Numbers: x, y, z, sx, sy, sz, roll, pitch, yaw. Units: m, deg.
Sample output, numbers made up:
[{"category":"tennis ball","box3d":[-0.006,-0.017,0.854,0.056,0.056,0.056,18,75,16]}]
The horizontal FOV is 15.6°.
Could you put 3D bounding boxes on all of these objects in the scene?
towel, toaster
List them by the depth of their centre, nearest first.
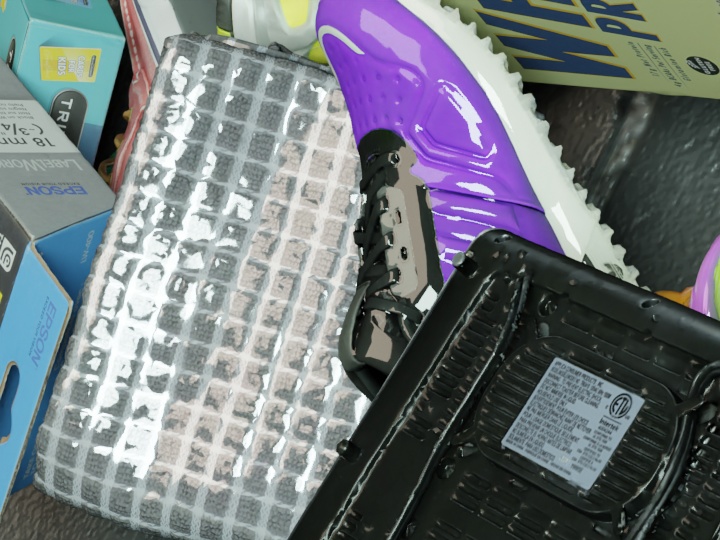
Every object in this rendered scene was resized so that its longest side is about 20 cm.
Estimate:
[{"category":"toaster","box3d":[0.077,0.102,0.791,0.200,0.118,0.182,24,81,53]},{"category":"towel","box3d":[-0.023,0.016,1.013,0.164,0.086,0.202,16,89,15]}]

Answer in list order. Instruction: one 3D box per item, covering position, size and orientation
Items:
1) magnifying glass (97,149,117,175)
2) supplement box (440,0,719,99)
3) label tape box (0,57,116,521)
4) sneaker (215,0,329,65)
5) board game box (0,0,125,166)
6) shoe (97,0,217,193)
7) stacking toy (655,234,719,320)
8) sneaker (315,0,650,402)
[{"category":"magnifying glass","box3d":[-0.080,-0.074,1.258,0.079,0.022,0.201,32,91,52]},{"category":"supplement box","box3d":[0.104,-0.181,0.919,0.199,0.134,0.201,9,65,39]},{"category":"label tape box","box3d":[-0.158,0.015,1.108,0.200,0.063,0.145,47,127,41]},{"category":"sneaker","box3d":[0.002,-0.170,1.203,0.076,0.076,0.201,16,66,13]},{"category":"board game box","box3d":[-0.165,-0.078,1.262,0.200,0.047,0.152,-120,43,-62]},{"category":"shoe","box3d":[-0.091,-0.055,1.195,0.091,0.071,0.201,-33,58,18]},{"category":"stacking toy","box3d":[0.153,0.010,0.893,0.200,0.115,0.111,-18,55,55]},{"category":"sneaker","box3d":[0.027,-0.007,0.917,0.099,0.201,0.070,-32,-6,-15]}]
